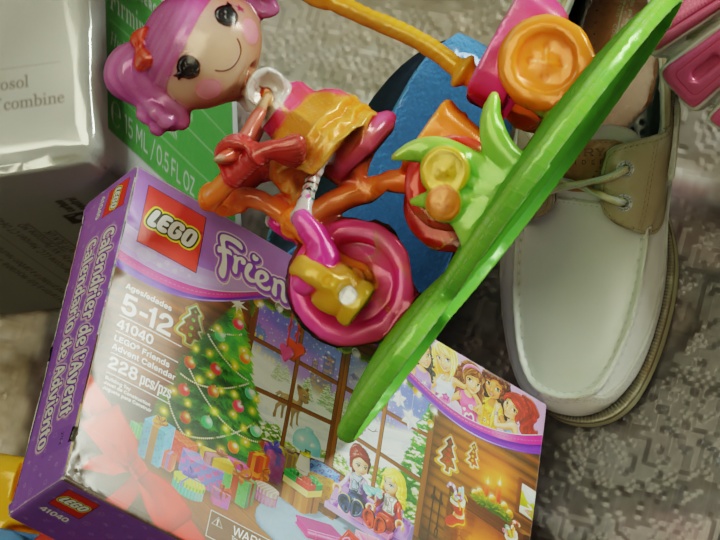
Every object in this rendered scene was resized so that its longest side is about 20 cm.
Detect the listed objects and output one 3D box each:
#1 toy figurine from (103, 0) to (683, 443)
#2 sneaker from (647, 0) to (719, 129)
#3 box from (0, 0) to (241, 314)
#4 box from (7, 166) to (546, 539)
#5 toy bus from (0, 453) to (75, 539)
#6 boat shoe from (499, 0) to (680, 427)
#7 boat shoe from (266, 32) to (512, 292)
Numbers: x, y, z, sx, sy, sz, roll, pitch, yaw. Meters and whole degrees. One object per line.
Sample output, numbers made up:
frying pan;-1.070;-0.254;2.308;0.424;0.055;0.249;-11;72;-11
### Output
toy figurine;-0.016;-0.071;1.039;0.184;0.150;0.200;36;87;5
sneaker;0.203;-0.057;1.110;0.200;0.087;0.074;33;112;1
box;-0.167;-0.085;1.160;0.200;0.199;0.172;-7;74;13
box;-0.024;0.068;1.054;0.039;0.200;0.137;-33;36;43
toy bus;-0.101;0.164;1.083;0.136;0.192;0.200;8;80;17
boat shoe;0.089;-0.041;1.141;0.075;0.068;0.200;2;77;17
boat shoe;0.000;0.000;1.160;0.084;0.069;0.200;41;77;-11
